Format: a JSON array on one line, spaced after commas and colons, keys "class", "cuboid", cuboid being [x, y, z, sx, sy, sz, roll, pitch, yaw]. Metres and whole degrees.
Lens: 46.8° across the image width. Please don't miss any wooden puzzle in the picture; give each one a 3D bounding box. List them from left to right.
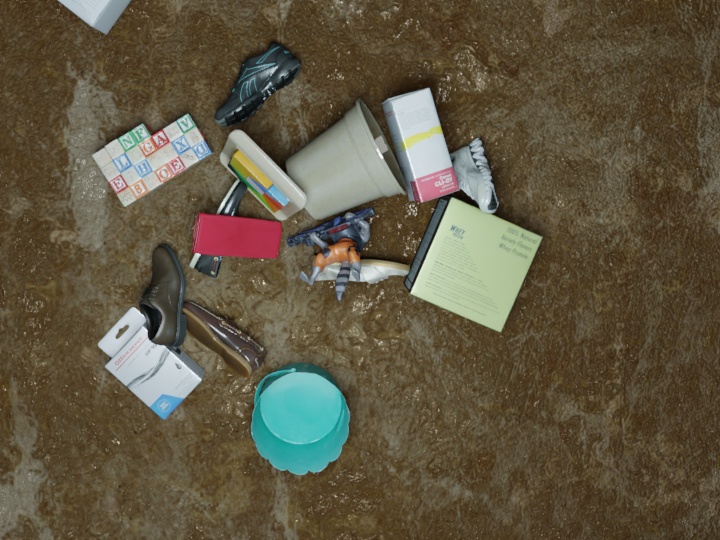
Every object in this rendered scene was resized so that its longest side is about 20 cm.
[{"class": "wooden puzzle", "cuboid": [-0.191, -0.170, 1.564, 0.185, 0.200, 0.037, 45, 74, -8]}]

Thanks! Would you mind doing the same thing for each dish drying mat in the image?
[{"class": "dish drying mat", "cuboid": [-0.236, -0.065, 1.603, 0.199, 0.018, 0.078, 3, 102, -45]}]

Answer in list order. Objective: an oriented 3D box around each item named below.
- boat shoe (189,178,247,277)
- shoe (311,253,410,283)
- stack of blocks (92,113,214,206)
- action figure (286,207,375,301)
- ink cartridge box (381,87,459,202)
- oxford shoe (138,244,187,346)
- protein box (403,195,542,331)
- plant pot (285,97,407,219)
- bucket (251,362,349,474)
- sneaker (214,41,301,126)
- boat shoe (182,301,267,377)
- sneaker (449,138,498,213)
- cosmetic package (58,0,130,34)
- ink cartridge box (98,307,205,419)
[{"class": "boat shoe", "cuboid": [-0.266, -0.082, 1.632, 0.063, 0.074, 0.203, 26, 101, -6]}, {"class": "shoe", "cuboid": [0.000, 0.000, 1.665, 0.198, 0.070, 0.054, 5, 96, 4]}, {"class": "stack of blocks", "cuboid": [-0.398, -0.225, 1.609, 0.199, 0.059, 0.116, -31, 99, 1]}, {"class": "action figure", "cuboid": [-0.052, -0.036, 1.608, 0.198, 0.194, 0.105, -15, 122, 29]}, {"class": "ink cartridge box", "cuboid": [0.113, -0.240, 1.600, 0.083, 0.145, 0.202, -18, 99, -2]}, {"class": "oxford shoe", "cuboid": [-0.387, 0.045, 1.613, 0.072, 0.084, 0.202, -18, 73, 38]}, {"class": "protein box", "cuboid": [0.217, -0.019, 1.643, 0.197, 0.135, 0.202, 22, 96, -6]}, {"class": "plant pot", "cuboid": [-0.034, -0.194, 1.588, 0.182, 0.201, 0.202, -27, 99, 12]}, {"class": "bucket", "cuboid": [-0.120, 0.286, 1.660, 0.205, 0.135, 0.210, -1, 97, -4]}, {"class": "sneaker", "cuboid": [-0.209, -0.357, 1.607, 0.200, 0.075, 0.079, -40, 85, -4]}, {"class": "boat shoe", "cuboid": [-0.277, 0.128, 1.666, 0.200, 0.070, 0.070, 41, 57, 0]}, {"class": "sneaker", "cuboid": [0.216, -0.174, 1.606, 0.080, 0.201, 0.076, -15, 129, 7]}, {"class": "cosmetic package", "cuboid": [-0.500, -0.580, 1.520, 0.199, 0.123, 0.201, 38, 92, -8]}, {"class": "ink cartridge box", "cuboid": [-0.423, 0.184, 1.659, 0.200, 0.067, 0.116, 44, 94, -9]}]
